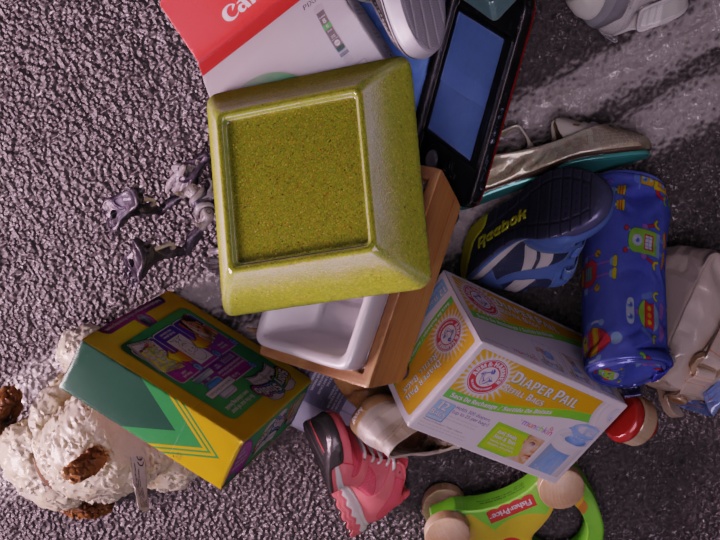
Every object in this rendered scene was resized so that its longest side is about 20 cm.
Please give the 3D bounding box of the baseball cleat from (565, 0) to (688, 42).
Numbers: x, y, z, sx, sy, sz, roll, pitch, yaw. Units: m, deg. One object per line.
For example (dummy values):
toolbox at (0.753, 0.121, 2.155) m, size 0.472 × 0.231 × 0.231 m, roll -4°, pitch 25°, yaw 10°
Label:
baseball cleat at (0.273, -0.293, 1.386) m, size 0.106 × 0.070 × 0.200 m, roll 34°, pitch 116°, yaw -18°

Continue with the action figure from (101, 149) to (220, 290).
action figure at (-0.143, -0.057, 1.452) m, size 0.199 × 0.102 × 0.120 m, roll -21°, pitch 79°, yaw -31°

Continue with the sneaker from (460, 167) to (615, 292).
sneaker at (0.175, -0.033, 1.436) m, size 0.082 × 0.075 × 0.199 m, roll 26°, pitch 151°, yaw -23°

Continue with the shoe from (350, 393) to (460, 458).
shoe at (0.070, 0.153, 1.489) m, size 0.053 × 0.199 × 0.070 m, roll 38°, pitch 112°, yaw 36°

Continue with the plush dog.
plush dog at (-0.282, 0.180, 1.529) m, size 0.171 × 0.161 × 0.201 m, roll -26°, pitch 107°, yaw 38°

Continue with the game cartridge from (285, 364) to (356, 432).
game cartridge at (-0.014, 0.072, 1.530) m, size 0.132 × 0.041 × 0.201 m, roll 27°, pitch 108°, yaw -5°

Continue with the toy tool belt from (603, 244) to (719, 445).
toy tool belt at (0.314, 0.083, 1.479) m, size 0.122 × 0.124 × 0.202 m, roll 24°, pitch 87°, yaw -35°

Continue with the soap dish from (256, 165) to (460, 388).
soap dish at (0.000, 0.000, 1.405) m, size 0.081 × 0.157 × 0.202 m, roll 24°, pitch 82°, yaw -40°

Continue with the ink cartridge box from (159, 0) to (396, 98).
ink cartridge box at (-0.074, -0.203, 1.395) m, size 0.160 × 0.050 × 0.201 m, roll -34°, pitch 93°, yaw 17°

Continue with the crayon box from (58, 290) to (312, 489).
crayon box at (-0.155, 0.105, 1.436) m, size 0.172 × 0.200 × 0.059 m, roll 32°, pitch 109°, yaw 8°

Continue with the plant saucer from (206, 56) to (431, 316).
plant saucer at (-0.047, -0.074, 1.333) m, size 0.198 × 0.048 × 0.202 m, roll -8°, pitch 82°, yaw 21°

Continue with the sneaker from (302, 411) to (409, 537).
sneaker at (0.001, 0.184, 1.525) m, size 0.086 × 0.074 × 0.201 m, roll -24°, pitch 146°, yaw -5°

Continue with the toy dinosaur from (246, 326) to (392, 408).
toy dinosaur at (-0.004, 0.097, 1.490) m, size 0.106 × 0.061 × 0.200 m, roll -43°, pitch 104°, yaw 16°

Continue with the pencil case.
pencil case at (0.246, 0.010, 1.428) m, size 0.086 × 0.078 × 0.202 m, roll 7°, pitch 68°, yaw -11°

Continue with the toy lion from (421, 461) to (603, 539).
toy lion at (0.159, 0.291, 1.597) m, size 0.198 × 0.069 × 0.193 m, roll -24°, pitch 114°, yaw 9°

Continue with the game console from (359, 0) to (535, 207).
game console at (0.048, -0.180, 1.400) m, size 0.118 × 0.172 × 0.202 m, roll 3°, pitch 113°, yaw -28°

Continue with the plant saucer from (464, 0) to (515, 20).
plant saucer at (0.157, -0.306, 1.344) m, size 0.070 × 0.019 × 0.200 m, roll 39°, pitch 83°, yaw 29°

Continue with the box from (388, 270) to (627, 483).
box at (0.129, 0.100, 1.433) m, size 0.199 × 0.102 × 0.113 m, roll 23°, pitch 116°, yaw -35°

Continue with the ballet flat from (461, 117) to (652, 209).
ballet flat at (0.170, -0.112, 1.450) m, size 0.198 × 0.067 × 0.063 m, roll -15°, pitch 81°, yaw 4°

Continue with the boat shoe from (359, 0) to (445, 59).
boat shoe at (0.018, -0.265, 1.359) m, size 0.071 × 0.072 × 0.202 m, roll -29°, pitch 65°, yaw 33°
